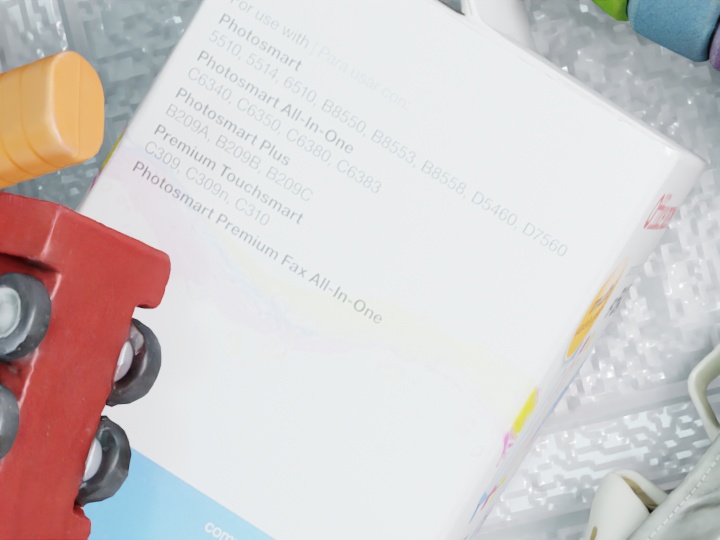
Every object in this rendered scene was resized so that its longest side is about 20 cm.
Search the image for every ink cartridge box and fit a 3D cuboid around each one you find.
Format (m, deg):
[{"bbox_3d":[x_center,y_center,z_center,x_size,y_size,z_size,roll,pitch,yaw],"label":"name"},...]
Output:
[{"bbox_3d":[0.000,0.000,0.720,0.125,0.129,0.200,33,97,7],"label":"ink cartridge box"}]

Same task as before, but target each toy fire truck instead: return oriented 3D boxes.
[{"bbox_3d":[-0.119,0.024,0.660,0.141,0.049,0.201,11,81,38],"label":"toy fire truck"}]

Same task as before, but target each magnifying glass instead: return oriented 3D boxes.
[{"bbox_3d":[-0.141,-0.015,0.644,0.200,0.022,0.080,-14,66,33],"label":"magnifying glass"}]

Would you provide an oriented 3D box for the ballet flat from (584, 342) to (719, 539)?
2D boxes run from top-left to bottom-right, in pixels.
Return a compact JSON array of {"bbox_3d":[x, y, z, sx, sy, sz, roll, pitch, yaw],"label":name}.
[{"bbox_3d":[0.102,0.064,0.748,0.200,0.067,0.064,-49,57,6],"label":"ballet flat"}]

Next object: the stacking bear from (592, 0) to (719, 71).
[{"bbox_3d":[0.078,-0.125,0.720,0.200,0.114,0.122,35,96,11],"label":"stacking bear"}]
